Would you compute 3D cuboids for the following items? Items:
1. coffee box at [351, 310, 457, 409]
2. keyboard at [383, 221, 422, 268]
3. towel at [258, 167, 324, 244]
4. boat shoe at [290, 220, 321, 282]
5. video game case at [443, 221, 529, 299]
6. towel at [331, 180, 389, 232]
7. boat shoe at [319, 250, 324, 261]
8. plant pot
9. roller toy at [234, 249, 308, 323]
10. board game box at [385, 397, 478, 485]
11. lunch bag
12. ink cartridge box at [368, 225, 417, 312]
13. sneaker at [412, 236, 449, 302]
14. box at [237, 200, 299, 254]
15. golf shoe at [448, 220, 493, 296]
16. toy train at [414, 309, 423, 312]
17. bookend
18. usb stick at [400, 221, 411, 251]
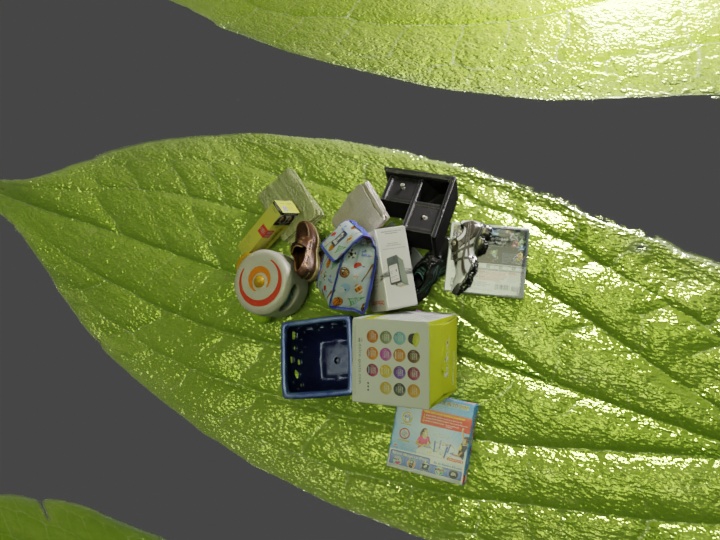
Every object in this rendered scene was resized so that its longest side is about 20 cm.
[{"bbox_3d":[0.111,0.205,1.501,0.198,0.200,0.200,1,92,27],"label":"coffee box"},{"bbox_3d":[0.124,-0.046,1.698,0.056,0.011,0.200,-40,70,4],"label":"keyboard"},{"bbox_3d":[-0.206,-0.188,1.830,0.148,0.036,0.200,-38,71,11],"label":"towel"},{"bbox_3d":[-0.154,-0.062,1.709,0.072,0.068,0.200,-37,46,33],"label":"boat shoe"},{"bbox_3d":[0.322,-0.027,1.596,0.200,0.023,0.182,6,83,11],"label":"video game case"},{"bbox_3d":[-0.005,-0.137,1.693,0.133,0.034,0.200,61,139,20],"label":"towel"},{"bbox_3d":[-0.067,-0.035,1.719,0.200,0.072,0.072,-40,24,25],"label":"boat shoe"},{"bbox_3d":[-0.081,0.229,1.632,0.200,0.180,0.200,-7,79,19],"label":"plant pot"},{"bbox_3d":[-0.252,0.035,1.746,0.182,0.140,0.200,-16,76,21],"label":"roller toy"},{"bbox_3d":[0.181,0.413,1.568,0.200,0.056,0.196,9,83,21],"label":"board game box"},{"bbox_3d":[-0.034,-0.017,1.567,0.124,0.170,0.200,10,105,-20],"label":"lunch bag"},{"bbox_3d":[0.068,-0.001,1.584,0.084,0.145,0.200,-8,87,-16],"label":"ink cartridge box"},{"bbox_3d":[0.183,-0.005,1.624,0.075,0.079,0.200,30,83,21],"label":"sneaker"},{"bbox_3d":[-0.264,-0.117,1.786,0.200,0.075,0.050,-44,69,28],"label":"box"},{"bbox_3d":[0.255,-0.033,1.563,0.094,0.078,0.200,22,75,15],"label":"golf shoe"},{"bbox_3d":[0.141,0.187,1.629,0.150,0.056,0.200,-44,72,21],"label":"toy train"},{"bbox_3d":[0.132,-0.156,1.629,0.200,0.092,0.199,12,61,20],"label":"bookend"},{"bbox_3d":[0.107,-0.058,1.684,0.055,0.033,0.200,27,85,12],"label":"usb stick"}]
